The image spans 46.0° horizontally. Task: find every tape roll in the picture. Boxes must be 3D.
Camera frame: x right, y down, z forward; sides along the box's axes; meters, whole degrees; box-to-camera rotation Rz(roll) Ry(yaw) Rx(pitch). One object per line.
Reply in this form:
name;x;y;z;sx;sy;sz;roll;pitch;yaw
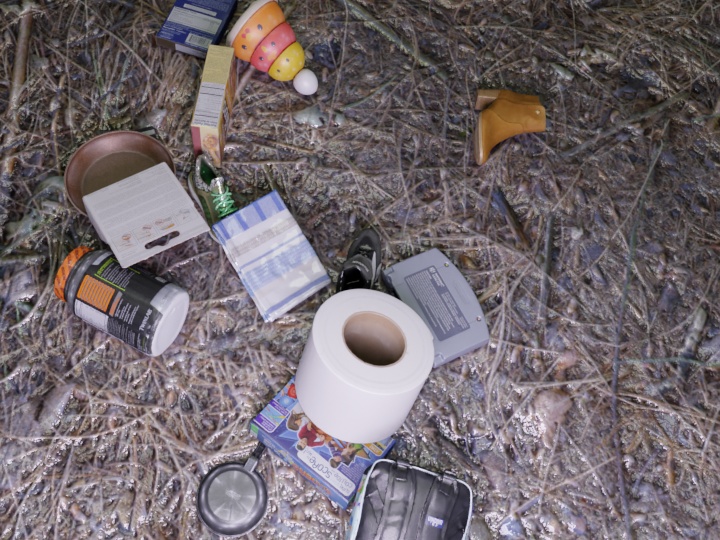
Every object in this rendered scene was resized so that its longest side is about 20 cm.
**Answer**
tape roll;0.004;0.150;1.348;0.199;0.140;0.205;10;46;-10

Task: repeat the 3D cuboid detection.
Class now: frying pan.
frying pan;-0.169;0.329;1.320;0.189;0.031;0.115;-36;72;-20

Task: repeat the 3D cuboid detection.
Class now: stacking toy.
stacking toy;-0.159;-0.436;1.709;0.200;0.146;0.146;43;63;-1

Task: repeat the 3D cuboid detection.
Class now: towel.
towel;-0.155;-0.027;1.490;0.146;0.024;0.202;-30;86;-23

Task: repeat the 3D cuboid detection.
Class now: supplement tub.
supplement tub;-0.393;0.046;1.395;0.198;0.123;0.123;27;61;9

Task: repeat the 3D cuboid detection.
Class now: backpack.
backpack;0.062;0.394;1.237;0.174;0.151;0.203;16;65;-2

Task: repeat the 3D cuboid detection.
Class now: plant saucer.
plant saucer;-0.433;-0.163;1.539;0.196;0.037;0.204;3;62;-5

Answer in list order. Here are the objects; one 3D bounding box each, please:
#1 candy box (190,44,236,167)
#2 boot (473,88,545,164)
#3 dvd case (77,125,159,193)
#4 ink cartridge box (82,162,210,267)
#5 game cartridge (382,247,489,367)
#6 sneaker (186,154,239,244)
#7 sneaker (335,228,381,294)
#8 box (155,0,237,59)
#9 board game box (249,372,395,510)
candy box;-0.277;-0.313;1.615;0.054;0.116;0.203;6;60;-2
boot;0.300;-0.288;1.697;0.141;0.071;0.204;7;55;0
dvd case;-0.431;-0.170;1.573;0.146;0.016;0.202;-17;65;-14
ink cartridge box;-0.360;-0.084;1.432;0.159;0.051;0.201;-26;54;-19
game cartridge;0.139;0.061;1.503;0.131;0.041;0.202;-22;66;-14
sneaker;-0.256;-0.126;1.528;0.076;0.089;0.201;-29;68;-21
sneaker;0.000;0.000;1.487;0.065;0.091;0.203;17;60;2
box;-0.335;-0.535;1.781;0.119;0.033;0.203;17;62;2
board game box;-0.060;0.264;1.353;0.199;0.035;0.135;36;55;14
